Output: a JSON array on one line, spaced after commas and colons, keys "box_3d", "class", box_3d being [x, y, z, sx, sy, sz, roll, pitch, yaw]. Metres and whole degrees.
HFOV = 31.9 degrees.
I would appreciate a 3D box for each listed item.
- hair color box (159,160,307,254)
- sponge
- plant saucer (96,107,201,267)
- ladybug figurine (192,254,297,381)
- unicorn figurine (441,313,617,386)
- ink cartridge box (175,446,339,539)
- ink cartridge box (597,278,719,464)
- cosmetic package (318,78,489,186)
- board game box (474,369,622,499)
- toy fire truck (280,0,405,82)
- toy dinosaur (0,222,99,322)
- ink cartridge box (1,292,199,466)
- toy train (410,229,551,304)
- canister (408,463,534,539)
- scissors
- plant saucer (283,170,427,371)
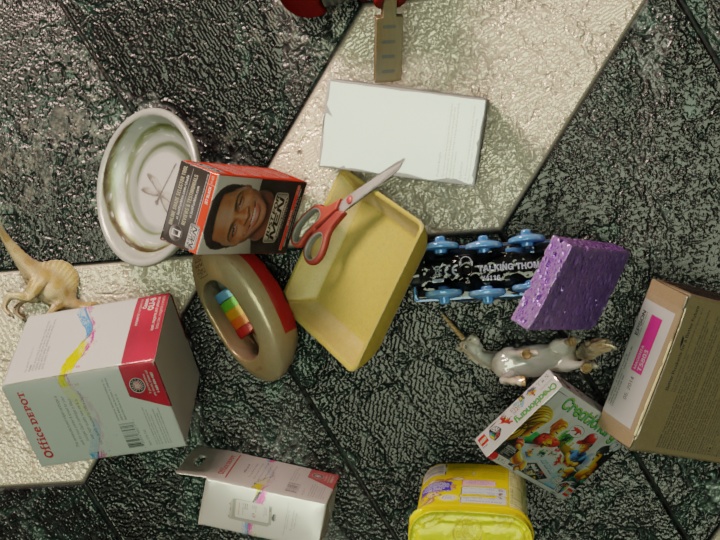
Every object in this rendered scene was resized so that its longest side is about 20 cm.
[{"box_3d": [-0.151, -0.075, 1.537, 0.061, 0.200, 0.102, 22, 102, 26], "class": "hair color box"}, {"box_3d": [0.257, 0.017, 1.515, 0.030, 0.200, 0.112, 31, 104, 29], "class": "sponge"}, {"box_3d": [-0.256, -0.103, 1.597, 0.200, 0.050, 0.201, -3, 85, 41], "class": "plant saucer"}, {"box_3d": [-0.143, 0.044, 1.607, 0.072, 0.136, 0.201, -31, 93, -34], "class": "ladybug figurine"}, {"box_3d": [0.207, 0.108, 1.576, 0.199, 0.137, 0.074, 9, 89, -9], "class": "unicorn figurine"}, {"box_3d": [-0.137, 0.293, 1.639, 0.199, 0.116, 0.068, 12, 100, 6], "class": "ink cartridge box"}, {"box_3d": [0.399, 0.124, 1.535, 0.164, 0.075, 0.201, 14, 102, -30], "class": "ink cartridge box"}, {"box_3d": [0.053, -0.172, 1.563, 0.199, 0.081, 0.113, 10, 100, 6], "class": "cosmetic package"}, {"box_3d": [0.242, 0.206, 1.559, 0.126, 0.200, 0.035, -46, 47, 11], "class": "board game box"}, {"box_3d": [-0.017, -0.334, 1.522, 0.175, 0.129, 0.201, -10, 78, 8], "class": "toy fire truck"}, {"box_3d": [-0.426, 0.023, 1.670, 0.200, 0.058, 0.101, 41, 86, -9], "class": "toy dinosaur"}, {"box_3d": [-0.325, 0.139, 1.600, 0.199, 0.145, 0.146, -9, 125, 7], "class": "ink cartridge box"}, {"box_3d": [0.156, 0.002, 1.559, 0.199, 0.114, 0.087, -5, 82, 8], "class": "toy train"}, {"box_3d": [0.139, 0.307, 1.566, 0.148, 0.200, 0.087, 1, 99, 7], "class": "canister"}, {"box_3d": [-0.022, -0.087, 1.573, 0.200, 0.014, 0.073, -49, 47, 29], "class": "scissors"}, {"box_3d": [0.000, 0.000, 1.566, 0.048, 0.200, 0.201, 17, 104, -38], "class": "plant saucer"}]
